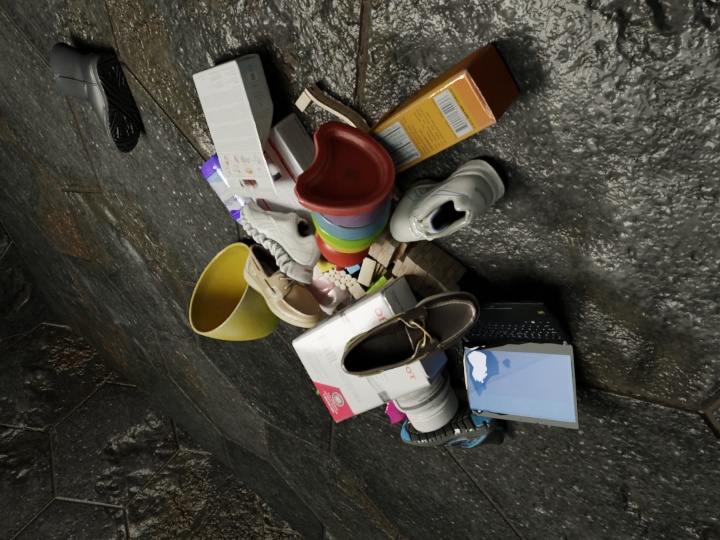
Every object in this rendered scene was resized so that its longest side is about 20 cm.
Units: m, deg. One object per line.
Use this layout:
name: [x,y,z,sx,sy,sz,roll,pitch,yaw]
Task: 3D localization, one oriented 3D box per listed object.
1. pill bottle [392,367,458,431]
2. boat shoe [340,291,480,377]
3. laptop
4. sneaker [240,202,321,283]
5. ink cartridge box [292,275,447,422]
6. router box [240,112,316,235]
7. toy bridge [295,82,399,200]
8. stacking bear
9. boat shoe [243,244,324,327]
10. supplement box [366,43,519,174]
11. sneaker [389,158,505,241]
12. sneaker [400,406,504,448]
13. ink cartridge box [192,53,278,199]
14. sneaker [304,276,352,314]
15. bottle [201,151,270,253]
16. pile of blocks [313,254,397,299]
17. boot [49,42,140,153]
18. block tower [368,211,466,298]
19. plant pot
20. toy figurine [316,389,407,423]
pill bottle: [0.086,0.171,0.968,0.112,0.114,0.203,-6,121,50]
boat shoe: [0.064,0.086,0.727,0.059,0.195,0.074,-18,-95,-80]
laptop: [0.198,0.130,0.783,0.174,0.106,0.200,-3,150,37]
sneaker: [-0.127,-0.064,0.919,0.199,0.074,0.082,41,105,33]
ink cartridge box: [0.013,0.121,0.848,0.198,0.083,0.148,-30,90,34]
router box: [-0.112,-0.133,0.930,0.178,0.049,0.202,-13,115,53]
toy bridge: [-0.008,-0.179,0.787,0.201,0.027,0.067,50,145,-6]
stacking bear: [-0.018,-0.073,0.737,0.111,0.124,0.201,17,154,4]
boat shoe: [-0.139,0.026,0.992,0.198,0.071,0.066,35,129,26]
supplement box: [0.083,-0.177,0.654,0.069,0.067,0.198,52,147,-17]
sneaker: [0.093,-0.077,0.727,0.075,0.087,0.199,49,147,-9]
sneaker: [0.165,0.297,1.014,0.196,0.074,0.083,-15,127,32]
ink cartridge box: [-0.182,-0.218,0.873,0.158,0.047,0.205,13,125,50]
sneaker: [-0.083,0.045,1.057,0.106,0.075,0.199,54,142,-4]
bottle: [-0.208,-0.126,1.028,0.083,0.065,0.202,-16,113,52]
pile of blocks: [0.000,0.000,0.930,0.196,0.062,0.084,27,117,11]
boot: [-0.546,-0.356,1.150,0.165,0.076,0.205,19,131,29]
block tower: [0.067,-0.027,0.837,0.199,0.058,0.054,40,147,13]
plant pot: [-0.244,0.065,1.184,0.197,0.205,0.141,4,157,45]
toy figurine: [0.026,0.224,1.098,0.181,0.152,0.200,31,167,4]
